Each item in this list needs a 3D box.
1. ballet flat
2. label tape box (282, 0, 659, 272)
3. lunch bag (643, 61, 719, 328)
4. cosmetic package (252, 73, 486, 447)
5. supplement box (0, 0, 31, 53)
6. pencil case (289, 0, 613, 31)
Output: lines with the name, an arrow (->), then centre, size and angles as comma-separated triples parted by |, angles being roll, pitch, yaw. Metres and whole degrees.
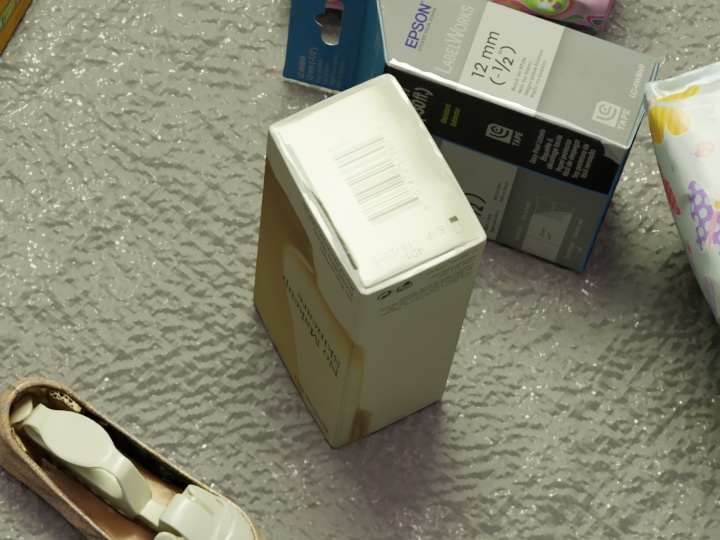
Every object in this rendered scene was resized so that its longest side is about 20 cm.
ballet flat -> -0.110, 0.122, 1.296 | 0.199, 0.067, 0.068 | 33, 65, 10
label tape box -> 0.047, -0.086, 1.370 | 0.198, 0.144, 0.067 | 18, 63, 3
lunch bag -> 0.235, -0.014, 1.325 | 0.126, 0.200, 0.171 | -20, 68, 7
cosmetic package -> 0.000, 0.000, 1.292 | 0.071, 0.200, 0.106 | -24, 68, -15
supplement box -> -0.215, -0.172, 1.427 | 0.068, 0.067, 0.201 | 21, 63, 4
pencil case -> 0.055, -0.185, 1.453 | 0.198, 0.088, 0.088 | 5, 64, -3
